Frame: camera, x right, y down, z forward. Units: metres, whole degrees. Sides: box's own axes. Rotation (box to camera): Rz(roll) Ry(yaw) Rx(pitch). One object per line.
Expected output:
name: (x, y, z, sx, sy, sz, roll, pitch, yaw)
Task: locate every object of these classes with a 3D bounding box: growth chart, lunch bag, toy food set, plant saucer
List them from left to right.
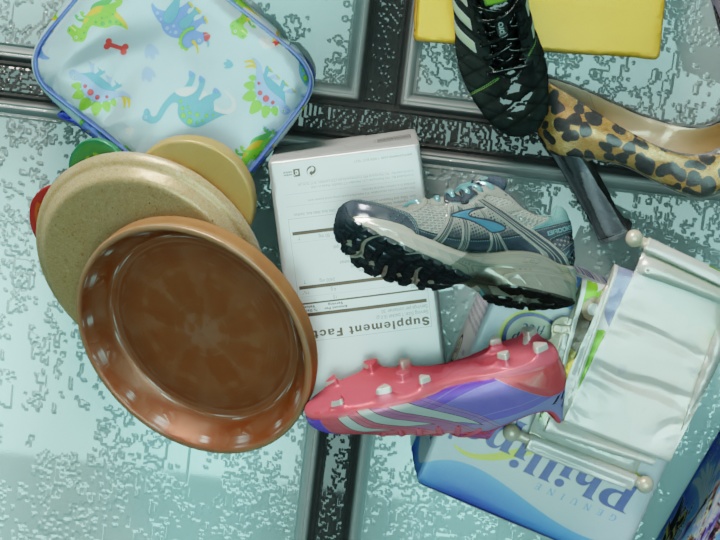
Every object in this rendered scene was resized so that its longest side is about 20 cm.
toy food set: (-0.165, -0.013, 1.550, 0.196, 0.049, 0.202, -1, 122, 19)
lunch bag: (-0.148, -0.155, 1.558, 0.199, 0.082, 0.161, 38, 96, -7)
plant saucer: (-0.123, 0.048, 1.515, 0.198, 0.032, 0.202, 13, 124, 19)
growth chart: (0.208, 0.070, 1.526, 0.144, 0.018, 0.201, 29, 97, -4)

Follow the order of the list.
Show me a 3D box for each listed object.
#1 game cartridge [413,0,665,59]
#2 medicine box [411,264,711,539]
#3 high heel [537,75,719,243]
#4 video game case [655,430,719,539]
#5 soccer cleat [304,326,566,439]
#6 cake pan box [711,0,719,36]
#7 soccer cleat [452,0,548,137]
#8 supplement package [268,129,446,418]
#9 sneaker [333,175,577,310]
game cartridge: (0.146, -0.262, 1.573, 0.198, 0.032, 0.178, 4, 99, -4)
medicine box: (0.160, 0.102, 1.591, 0.181, 0.103, 0.202, 22, 97, -4)
high heel: (0.242, -0.124, 1.569, 0.199, 0.071, 0.143, -27, 104, 13)
video game case: (0.283, 0.211, 1.569, 0.045, 0.181, 0.201, 28, 97, -4)
soccer cleat: (0.059, 0.101, 1.490, 0.198, 0.067, 0.077, -14, 112, -5)
cake pan box: (0.293, -0.225, 1.493, 0.052, 0.200, 0.186, -17, 96, 5)
soccer cleat: (0.101, -0.198, 1.524, 0.067, 0.081, 0.202, -14, 99, 1)
supplement package: (0.000, 0.000, 1.563, 0.118, 0.121, 0.202, -7, 100, 1)
sneaker: (0.071, -0.030, 1.479, 0.198, 0.077, 0.087, 15, 71, -24)
